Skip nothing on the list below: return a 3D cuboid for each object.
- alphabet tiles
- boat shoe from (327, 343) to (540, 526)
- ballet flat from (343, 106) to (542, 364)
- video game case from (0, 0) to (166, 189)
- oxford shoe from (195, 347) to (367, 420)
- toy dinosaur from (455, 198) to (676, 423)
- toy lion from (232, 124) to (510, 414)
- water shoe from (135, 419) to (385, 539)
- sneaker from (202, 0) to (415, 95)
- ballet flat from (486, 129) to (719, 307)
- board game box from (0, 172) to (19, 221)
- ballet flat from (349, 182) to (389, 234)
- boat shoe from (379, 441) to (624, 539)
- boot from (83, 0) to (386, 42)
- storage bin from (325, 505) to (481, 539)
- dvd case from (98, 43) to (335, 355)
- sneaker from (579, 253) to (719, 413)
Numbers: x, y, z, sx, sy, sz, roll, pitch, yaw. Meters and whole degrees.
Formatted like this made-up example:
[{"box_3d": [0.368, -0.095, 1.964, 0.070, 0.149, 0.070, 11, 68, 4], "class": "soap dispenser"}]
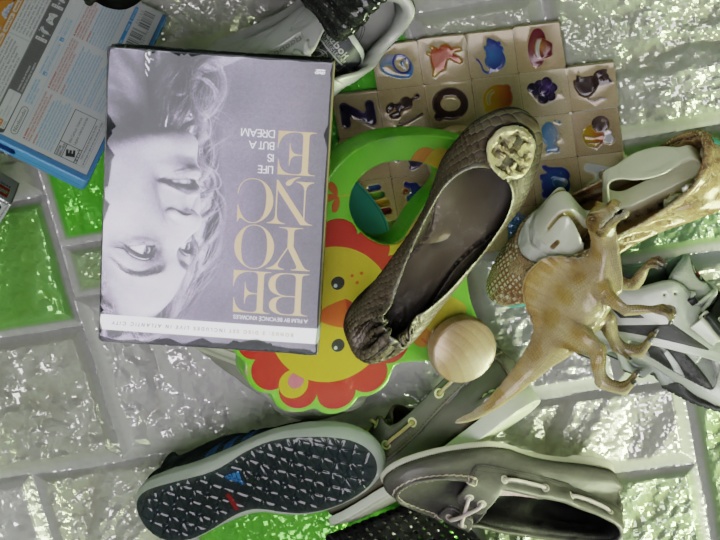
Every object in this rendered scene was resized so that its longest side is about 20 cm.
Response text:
[{"box_3d": [0.085, -0.089, 1.617, 0.199, 0.006, 0.167, -6, 114, 9], "class": "alphabet tiles"}, {"box_3d": [0.042, 0.122, 1.690, 0.202, 0.072, 0.060, -37, 79, 31], "class": "boat shoe"}, {"box_3d": [0.057, -0.020, 1.533, 0.067, 0.046, 0.200, 35, 97, -19], "class": "ballet flat"}, {"box_3d": [-0.248, -0.158, 1.556, 0.199, 0.143, 0.018, 26, 155, -7], "class": "video game case"}, {"box_3d": [-0.086, 0.050, 1.670, 0.200, 0.075, 0.058, 31, 141, -8], "class": "oxford shoe"}, {"box_3d": [0.151, 0.038, 1.578, 0.101, 0.058, 0.200, 30, 114, 2], "class": "toy dinosaur"}, {"box_3d": [0.000, 0.000, 1.579, 0.191, 0.069, 0.201, 1, 106, -19], "class": "toy lion"}, {"box_3d": [-0.074, 0.139, 1.700, 0.199, 0.079, 0.072, -15, 115, 19], "class": "water shoe"}, {"box_3d": [-0.051, -0.130, 1.530, 0.200, 0.080, 0.076, -41, 112, -7], "class": "sneaker"}, {"box_3d": [0.166, -0.043, 1.586, 0.200, 0.071, 0.065, -29, 137, 10], "class": "ballet flat"}, {"box_3d": [-0.353, -0.058, 1.592, 0.200, 0.035, 0.126, 31, 119, -12], "class": "board game box"}, {"box_3d": [-0.071, -0.065, 1.613, 0.200, 0.067, 0.067, 33, 147, -22], "class": "ballet flat"}, {"box_3d": [0.109, 0.164, 1.657, 0.199, 0.057, 0.067, 6, 143, -31], "class": "boat shoe"}, {"box_3d": [-0.066, -0.200, 1.476, 0.211, 0.079, 0.158, -39, 105, 19], "class": "boot"}, {"box_3d": [0.059, 0.267, 1.671, 0.093, 0.200, 0.136, -19, 115, -13], "class": "storage bin"}, {"box_3d": [-0.096, -0.045, 1.515, 0.148, 0.016, 0.201, 4, 106, 1], "class": "dvd case"}, {"box_3d": [0.234, 0.039, 1.624, 0.199, 0.074, 0.089, 21, 112, 0], "class": "sneaker"}]
